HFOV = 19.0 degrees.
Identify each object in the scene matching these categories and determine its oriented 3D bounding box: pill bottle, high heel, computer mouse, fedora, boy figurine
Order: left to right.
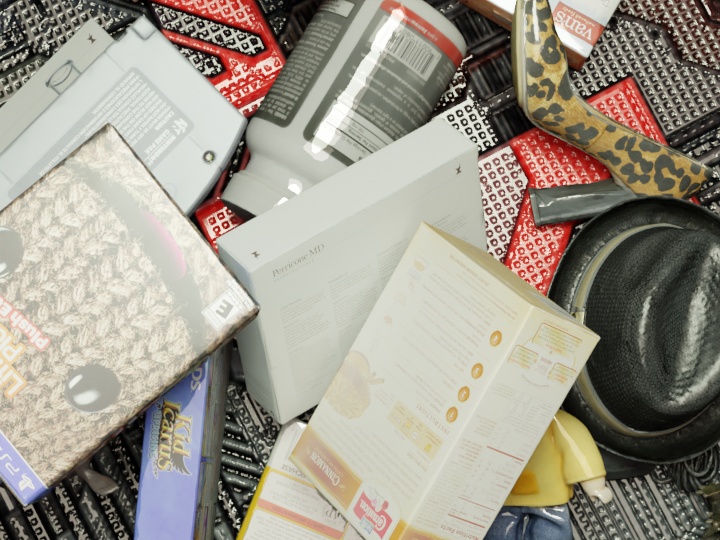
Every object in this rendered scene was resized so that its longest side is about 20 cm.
[{"bbox_3d":[-0.016,-0.114,1.615,0.115,0.116,0.201,31,85,2],"label":"pill bottle"},{"bbox_3d":[0.124,0.144,1.569,0.124,0.064,0.201,7,107,23],"label":"boy figurine"},{"bbox_3d":[0.171,0.110,1.628,0.199,0.053,0.139,-8,85,-2],"label":"computer mouse"},{"bbox_3d":[0.189,-0.133,1.621,0.142,0.072,0.201,-9,115,3],"label":"high heel"},{"bbox_3d":[0.230,0.041,1.578,0.199,0.092,0.202,1,84,-14],"label":"fedora"}]

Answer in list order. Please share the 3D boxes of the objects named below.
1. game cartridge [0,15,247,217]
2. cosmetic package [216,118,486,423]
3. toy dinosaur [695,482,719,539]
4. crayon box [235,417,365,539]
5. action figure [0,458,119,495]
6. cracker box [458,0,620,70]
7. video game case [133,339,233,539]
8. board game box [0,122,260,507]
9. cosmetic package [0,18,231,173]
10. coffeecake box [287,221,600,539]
[{"bbox_3d":[-0.186,-0.074,1.598,0.200,0.040,0.133,-45,84,-4],"label":"game cartridge"},{"bbox_3d":[0.000,0.000,1.564,0.199,0.151,0.052,-29,47,-22],"label":"cosmetic package"},{"bbox_3d":[0.302,0.215,1.619,0.199,0.077,0.103,-11,111,-12],"label":"toy dinosaur"},{"bbox_3d":[-0.036,0.225,1.612,0.125,0.052,0.201,22,83,1],"label":"crayon box"},{"bbox_3d":[-0.221,0.078,1.540,0.104,0.194,0.200,18,60,33],"label":"action figure"},{"bbox_3d":[0.163,-0.276,1.664,0.133,0.058,0.201,30,84,2],"label":"cracker box"},{"bbox_3d":[-0.128,0.129,1.554,0.045,0.181,0.201,5,84,0],"label":"video game case"},{"bbox_3d":[-0.191,0.030,1.418,0.200,0.097,0.160,-40,90,-6],"label":"board game box"},{"bbox_3d":[-0.220,-0.068,1.639,0.151,0.052,0.200,44,85,5],"label":"cosmetic package"},{"bbox_3d":[0.055,0.091,1.502,0.073,0.153,0.201,24,99,-36],"label":"coffeecake box"}]
